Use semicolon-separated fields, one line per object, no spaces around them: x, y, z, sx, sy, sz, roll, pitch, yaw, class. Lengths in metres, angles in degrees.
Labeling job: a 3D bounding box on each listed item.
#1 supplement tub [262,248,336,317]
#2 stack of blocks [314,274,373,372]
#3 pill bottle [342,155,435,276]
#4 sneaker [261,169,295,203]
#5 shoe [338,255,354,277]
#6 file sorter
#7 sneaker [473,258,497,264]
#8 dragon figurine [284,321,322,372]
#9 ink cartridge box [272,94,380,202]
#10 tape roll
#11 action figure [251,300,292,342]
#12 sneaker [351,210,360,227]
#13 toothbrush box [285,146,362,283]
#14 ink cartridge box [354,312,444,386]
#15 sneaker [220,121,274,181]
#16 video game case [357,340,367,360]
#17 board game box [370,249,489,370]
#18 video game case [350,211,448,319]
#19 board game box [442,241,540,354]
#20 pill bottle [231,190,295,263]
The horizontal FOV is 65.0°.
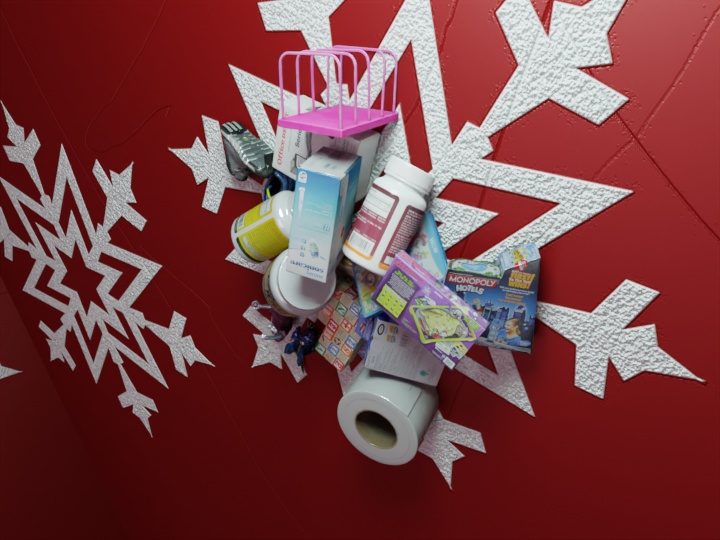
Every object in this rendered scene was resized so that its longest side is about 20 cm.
-0.132;0.025;1.220;0.146;0.143;0.200;58;163;-4;supplement tub
-0.038;0.122;1.294;0.114;0.058;0.202;39;130;14;stack of blocks
0.055;-0.102;1.060;0.113;0.114;0.203;30;101;19;pill bottle
-0.202;-0.159;1.283;0.066;0.078;0.202;40;131;9;sneaker
0.000;0.000;1.219;0.196;0.070;0.055;22;116;23;shoe
-0.034;-0.324;0.997;0.136;0.199;0.129;16;119;28;file sorter
0.184;0.029;1.087;0.197;0.090;0.068;-10;108;39;sneaker
-0.152;0.196;1.411;0.059;0.099;0.202;38;130;13;dragon figurine
-0.075;-0.242;1.141;0.197;0.084;0.148;30;127;20;ink cartridge box
0.063;0.311;1.273;0.198;0.139;0.207;16;126;23;tape roll
-0.192;0.101;1.416;0.202;0.145;0.136;104;150;-52;action figure
-0.020;-0.078;1.192;0.196;0.074;0.082;-9;108;38;sneaker
-0.067;-0.105;1.041;0.083;0.147;0.204;16;117;8;toothbrush box
0.085;0.146;1.178;0.195;0.077;0.139;14;123;-3;ink cartridge box
-0.251;-0.239;1.275;0.201;0.074;0.117;50;145;33;sneaker
0.013;0.137;1.315;0.200;0.019;0.143;45;131;7;video game case
0.119;0.071;1.006;0.199;0.032;0.121;41;134;12;board game box
0.074;-0.009;1.112;0.197;0.018;0.146;-27;61;25;video game case
0.239;0.039;1.017;0.194;0.062;0.204;10;121;-2;board game box
-0.174;-0.099;1.206;0.197;0.112;0.114;-23;99;33;pill bottle
